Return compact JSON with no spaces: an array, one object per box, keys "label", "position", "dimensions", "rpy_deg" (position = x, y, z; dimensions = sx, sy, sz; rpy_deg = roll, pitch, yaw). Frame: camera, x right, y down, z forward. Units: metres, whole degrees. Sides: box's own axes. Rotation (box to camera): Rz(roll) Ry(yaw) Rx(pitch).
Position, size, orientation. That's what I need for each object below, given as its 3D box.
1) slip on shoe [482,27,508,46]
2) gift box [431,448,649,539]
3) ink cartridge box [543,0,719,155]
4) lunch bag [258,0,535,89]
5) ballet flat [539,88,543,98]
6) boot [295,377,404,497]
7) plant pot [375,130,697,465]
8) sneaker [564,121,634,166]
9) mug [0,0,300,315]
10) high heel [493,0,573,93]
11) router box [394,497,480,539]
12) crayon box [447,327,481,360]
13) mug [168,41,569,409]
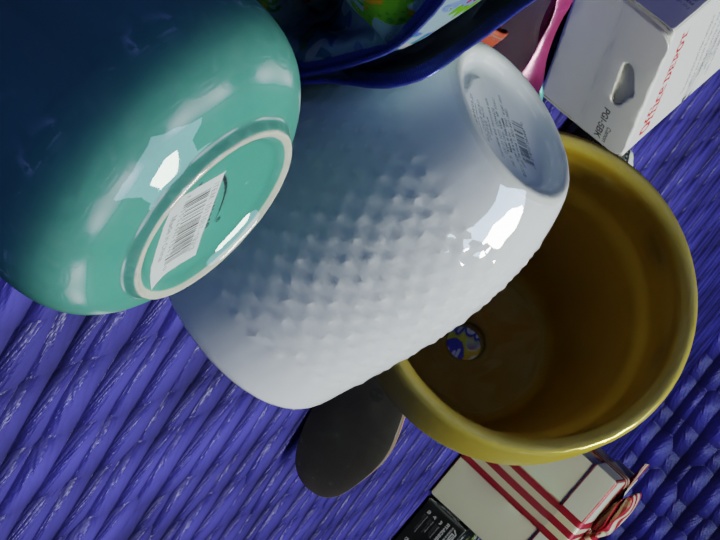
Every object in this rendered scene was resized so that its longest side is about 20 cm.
[{"label":"slip on shoe","position":[0.049,-0.141,0.997],"dimensions":[0.200,0.061,0.074],"rpy_deg":[-53,165,19]},{"label":"gift box","position":[0.226,0.260,2.130],"dimensions":[0.185,0.187,0.200],"rpy_deg":[-52,162,13]},{"label":"ink cartridge box","position":[0.235,-0.199,1.300],"dimensions":[0.200,0.083,0.147],"rpy_deg":[-40,161,-29]},{"label":"lunch bag","position":[0.039,-0.171,0.814],"dimensions":[0.170,0.128,0.200],"rpy_deg":[-38,178,-31]},{"label":"ballet flat","position":[0.085,-0.083,1.235],"dimensions":[0.069,0.069,0.200],"rpy_deg":[-43,159,-18]},{"label":"boot","position":[0.017,0.101,1.451],"dimensions":[0.200,0.074,0.075],"rpy_deg":[-58,167,21]},{"label":"plant pot","position":[0.087,0.030,1.130],"dimensions":[0.201,0.201,0.189],"rpy_deg":[-43,177,-17]},{"label":"sneaker","position":[0.143,-0.040,1.444],"dimensions":[0.200,0.080,0.086],"rpy_deg":[-57,152,9]},{"label":"mug","position":[-0.093,-0.055,0.730],"dimensions":[0.152,0.114,0.185],"rpy_deg":[-50,163,3]},{"label":"high heel","position":[0.091,-0.157,1.074],"dimensions":[0.200,0.067,0.096],"rpy_deg":[-46,152,9]},{"label":"router box","position":[0.063,0.367,2.171],"dimensions":[0.200,0.062,0.150],"rpy_deg":[-50,165,6]},{"label":"crayon box","position":[0.115,0.009,1.333],"dimensions":[0.052,0.126,0.200],"rpy_deg":[32,83,-37]},{"label":"mug","position":[0.007,-0.053,0.901],"dimensions":[0.175,0.200,0.148],"rpy_deg":[-31,134,30]}]
